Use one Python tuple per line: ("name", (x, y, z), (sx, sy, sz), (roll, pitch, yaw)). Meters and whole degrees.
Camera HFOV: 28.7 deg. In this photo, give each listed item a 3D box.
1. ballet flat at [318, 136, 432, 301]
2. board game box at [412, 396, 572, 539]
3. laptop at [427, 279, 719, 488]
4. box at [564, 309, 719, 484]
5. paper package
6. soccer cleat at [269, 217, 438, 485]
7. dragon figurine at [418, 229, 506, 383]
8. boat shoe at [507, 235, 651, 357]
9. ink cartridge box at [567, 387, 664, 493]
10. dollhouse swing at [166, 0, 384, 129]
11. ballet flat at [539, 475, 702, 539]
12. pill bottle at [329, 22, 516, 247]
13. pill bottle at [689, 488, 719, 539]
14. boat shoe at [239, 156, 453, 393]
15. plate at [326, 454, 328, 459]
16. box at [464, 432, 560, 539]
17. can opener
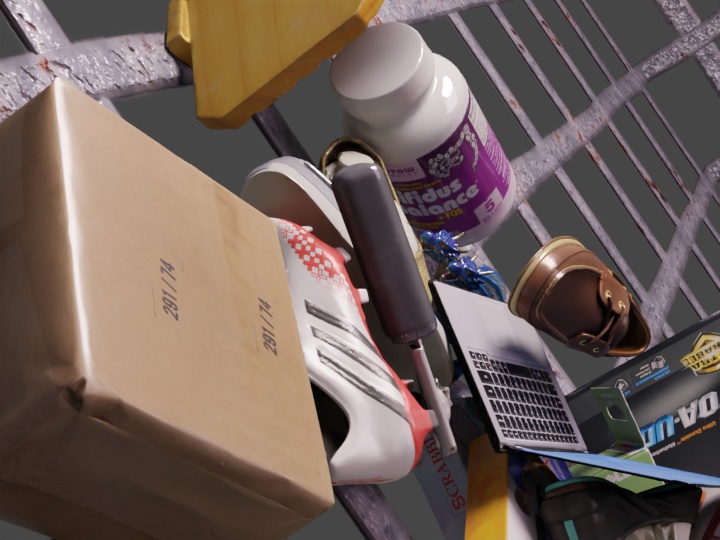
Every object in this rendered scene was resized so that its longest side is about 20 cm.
("ballet flat", (0.007, -0.039, 1.077), (0.071, 0.071, 0.200), (40, 16, -35))
("board game box", (0.123, 0.191, 1.069), (0.199, 0.041, 0.200), (6, 54, -62))
("laptop", (0.166, 0.083, 0.996), (0.187, 0.116, 0.200), (18, 47, -62))
("box", (0.297, 0.142, 1.285), (0.046, 0.200, 0.159), (37, 30, -45))
("paper package", (-0.117, 0.036, 0.709), (0.191, 0.103, 0.200), (35, 30, -45))
("soccer cleat", (-0.032, 0.046, 0.860), (0.085, 0.069, 0.200), (-12, 57, -34))
("dragon figurine", (0.094, 0.038, 1.144), (0.200, 0.099, 0.059), (34, 31, -43))
("boat shoe", (0.172, 0.026, 1.057), (0.068, 0.072, 0.200), (36, 6, 27))
("ink cartridge box", (0.220, 0.199, 1.162), (0.104, 0.059, 0.200), (112, -47, -85))
("dollhouse swing", (-0.024, -0.180, 1.067), (0.182, 0.200, 0.176), (26, 35, -51))
("ballet flat", (0.187, 0.183, 0.983), (0.200, 0.068, 0.068), (11, 60, -51))
("pill bottle", (0.051, -0.114, 1.195), (0.200, 0.112, 0.112), (53, 18, -48))
("pill bottle", (0.257, 0.266, 1.032), (0.114, 0.114, 0.200), (46, 64, -24))
("boat shoe", (-0.001, 0.000, 0.975), (0.201, 0.070, 0.072), (50, 26, -8))
("plate", (-0.040, 0.053, 0.949), (0.200, 0.026, 0.200), (43, 25, -27))
("box", (0.118, 0.205, 0.937), (0.119, 0.041, 0.200), (48, 22, -20))
("can opener", (0.013, 0.033, 0.906), (0.053, 0.067, 0.200), (-148, -142, -81))
